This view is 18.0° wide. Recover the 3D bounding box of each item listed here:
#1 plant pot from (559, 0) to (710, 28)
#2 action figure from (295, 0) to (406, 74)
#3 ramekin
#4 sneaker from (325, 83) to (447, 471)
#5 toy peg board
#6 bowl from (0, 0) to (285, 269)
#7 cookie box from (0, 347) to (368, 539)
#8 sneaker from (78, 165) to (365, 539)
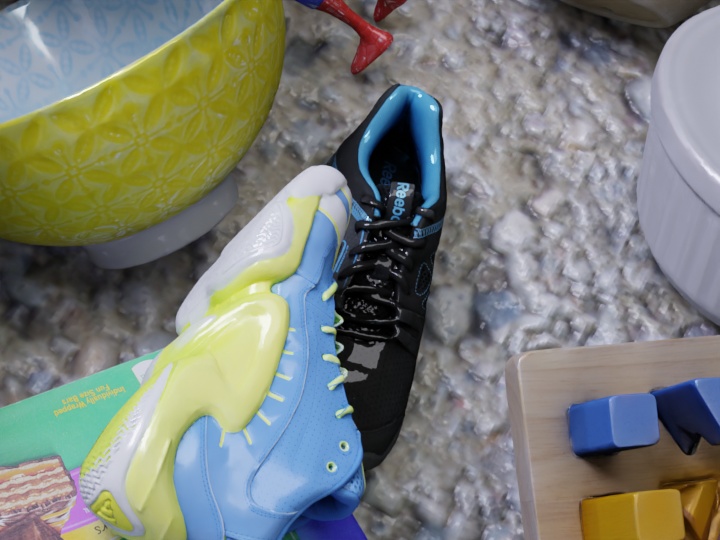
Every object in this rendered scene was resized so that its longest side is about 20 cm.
[{"bbox_3d":[0.145,-0.209,1.223,0.200,0.200,0.135,20,90,-3],"label":"plant pot"},{"bbox_3d":[-0.082,-0.170,1.194,0.200,0.099,0.065,37,48,-19],"label":"action figure"},{"bbox_3d":[0.233,-0.040,1.156,0.202,0.094,0.203,9,43,-9],"label":"ramekin"},{"bbox_3d":[0.000,0.000,1.086,0.073,0.082,0.200,13,56,-10],"label":"sneaker"},{"bbox_3d":[0.184,0.124,1.006,0.200,0.098,0.200,-4,83,-19],"label":"toy peg board"},{"bbox_3d":[-0.113,-0.067,1.066,0.200,0.200,0.108,-41,117,-33],"label":"bowl"},{"bbox_3d":[-0.083,0.144,0.970,0.171,0.075,0.200,-20,66,-29],"label":"cookie box"},{"bbox_3d":[-0.035,0.050,0.969,0.105,0.076,0.200,38,58,-8],"label":"sneaker"}]
